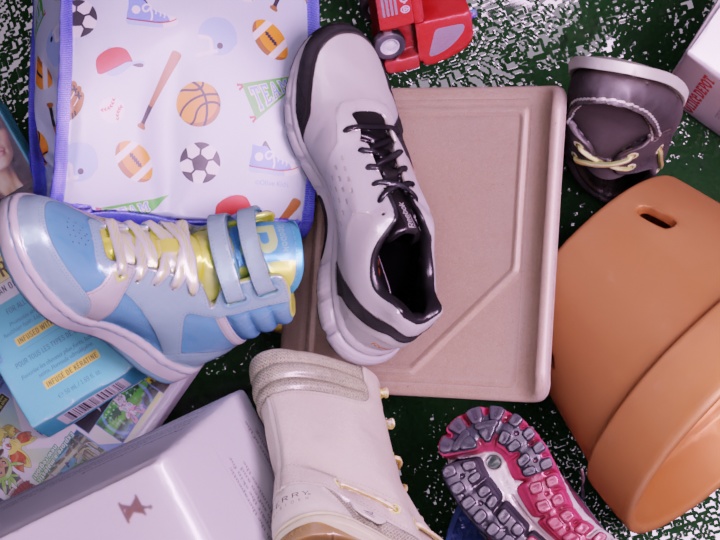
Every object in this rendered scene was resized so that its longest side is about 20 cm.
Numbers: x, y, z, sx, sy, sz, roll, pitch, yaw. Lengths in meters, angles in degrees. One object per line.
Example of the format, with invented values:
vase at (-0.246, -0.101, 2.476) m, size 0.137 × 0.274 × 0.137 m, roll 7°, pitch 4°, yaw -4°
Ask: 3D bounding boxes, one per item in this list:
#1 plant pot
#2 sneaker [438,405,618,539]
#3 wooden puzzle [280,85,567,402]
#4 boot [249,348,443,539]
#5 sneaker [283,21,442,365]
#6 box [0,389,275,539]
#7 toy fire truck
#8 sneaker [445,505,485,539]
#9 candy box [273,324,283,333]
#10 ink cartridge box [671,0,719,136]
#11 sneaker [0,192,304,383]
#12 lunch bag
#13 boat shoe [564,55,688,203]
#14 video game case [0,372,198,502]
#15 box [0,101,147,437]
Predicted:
plant pot at (0.188, 0.038, 1.585) m, size 0.200 × 0.200 × 0.140 m, roll -41°, pitch 70°, yaw -4°
sneaker at (0.121, 0.168, 1.574) m, size 0.080 × 0.075 × 0.200 m, roll -30°, pitch 81°, yaw 2°
wooden puzzle at (0.038, -0.017, 1.588) m, size 0.200 × 0.037 × 0.186 m, roll 1°, pitch 85°, yaw 35°
boot at (0.014, 0.139, 1.544) m, size 0.072 × 0.200 × 0.155 m, roll -36°, pitch 44°, yaw 23°
sneaker at (0.010, -0.049, 1.534) m, size 0.074 × 0.080 × 0.201 m, roll -8°, pitch 84°, yaw -29°
box at (-0.125, 0.209, 1.508) m, size 0.200 × 0.171 × 0.199 m, roll -26°, pitch 94°, yaw 15°
toy fire truck at (0.063, -0.219, 1.612) m, size 0.141 × 0.200 × 0.049 m, roll -13°, pitch 43°, yaw -4°
sneaker at (0.081, 0.232, 1.620) m, size 0.070 × 0.078 × 0.201 m, roll 3°, pitch 63°, yaw 1°
candy box at (0.000, 0.000, 1.659) m, size 0.199 × 0.026 × 0.103 m, roll 14°, pitch 87°, yaw 2°
ink cartridge box at (0.290, -0.095, 1.611) m, size 0.200 × 0.147 × 0.083 m, roll 35°, pitch 85°, yaw 4°
sneaker at (-0.110, -0.011, 1.507) m, size 0.130 × 0.200 × 0.080 m, roll -24°, pitch 61°, yaw 21°
lunch bag at (-0.114, -0.115, 1.597) m, size 0.169 × 0.124 × 0.201 m, roll 2°, pitch 69°, yaw -16°
boat shoe at (0.155, -0.083, 1.581) m, size 0.071 × 0.201 × 0.061 m, roll 15°, pitch 84°, yaw 9°
video game case at (-0.205, 0.057, 1.641) m, size 0.182 × 0.022 × 0.200 m, roll 34°, pitch 85°, yaw 11°
box at (-0.209, -0.005, 1.617) m, size 0.082 × 0.049 × 0.200 m, roll -32°, pitch 78°, yaw 0°
